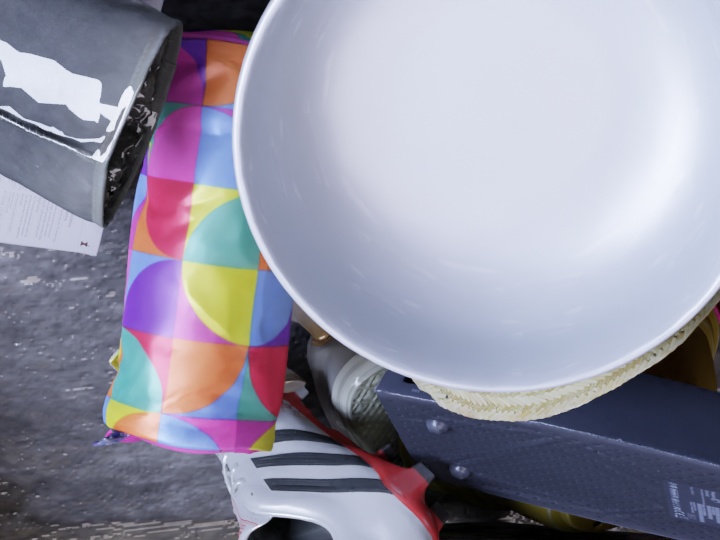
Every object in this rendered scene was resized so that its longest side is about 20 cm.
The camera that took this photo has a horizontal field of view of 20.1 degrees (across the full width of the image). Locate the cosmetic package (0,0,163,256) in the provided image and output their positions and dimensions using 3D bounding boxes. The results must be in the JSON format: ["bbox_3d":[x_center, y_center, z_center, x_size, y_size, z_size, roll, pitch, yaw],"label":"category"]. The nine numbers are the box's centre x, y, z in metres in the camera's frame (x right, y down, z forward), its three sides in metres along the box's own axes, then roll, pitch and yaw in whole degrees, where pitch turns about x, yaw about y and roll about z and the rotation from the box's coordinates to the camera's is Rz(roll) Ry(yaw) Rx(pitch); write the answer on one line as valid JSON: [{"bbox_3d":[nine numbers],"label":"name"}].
[{"bbox_3d":[-0.138,-0.102,0.913,0.082,0.051,0.200,9,128,-16],"label":"cosmetic package"}]

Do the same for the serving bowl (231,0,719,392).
[{"bbox_3d":[0.053,-0.057,0.771,0.199,0.066,0.201,2,115,4],"label":"serving bowl"}]

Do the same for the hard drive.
[{"bbox_3d":[0.115,0.083,0.947,0.199,0.042,0.135,12,159,18],"label":"hard drive"}]

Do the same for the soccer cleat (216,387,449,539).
[{"bbox_3d":[-0.043,0.105,1.026,0.085,0.200,0.069,-41,135,-23],"label":"soccer cleat"}]

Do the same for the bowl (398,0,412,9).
[{"bbox_3d":[0.070,-0.151,0.870,0.200,0.091,0.201,-25,162,-9],"label":"bowl"}]

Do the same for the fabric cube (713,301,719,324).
[{"bbox_3d":[0.280,-0.005,1.001,0.196,0.200,0.199,-30,131,14],"label":"fabric cube"}]

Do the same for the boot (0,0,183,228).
[{"bbox_3d":[-0.191,-0.073,0.864,0.199,0.073,0.182,25,124,-4],"label":"boot"}]

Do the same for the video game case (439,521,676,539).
[{"bbox_3d":[0.074,0.152,1.093,0.200,0.023,0.181,4,175,-45],"label":"video game case"}]

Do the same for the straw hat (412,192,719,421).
[{"bbox_3d":[0.073,-0.038,0.870,0.201,0.201,0.085,-31,122,14],"label":"straw hat"}]

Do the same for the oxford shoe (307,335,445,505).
[{"bbox_3d":[0.013,0.080,1.112,0.075,0.058,0.200,-31,148,-9],"label":"oxford shoe"}]

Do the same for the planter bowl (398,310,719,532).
[{"bbox_3d":[0.127,0.079,1.075,0.200,0.084,0.201,-23,144,-18],"label":"planter bowl"}]

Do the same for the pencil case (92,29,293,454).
[{"bbox_3d":[-0.071,-0.011,0.932,0.088,0.088,0.201,9,94,-21],"label":"pencil case"}]

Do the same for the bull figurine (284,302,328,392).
[{"bbox_3d":[0.000,0.000,1.004,0.199,0.122,0.065,-15,154,9],"label":"bull figurine"}]

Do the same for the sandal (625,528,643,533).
[{"bbox_3d":[0.228,0.176,1.246,0.080,0.054,0.200,-33,130,15],"label":"sandal"}]
